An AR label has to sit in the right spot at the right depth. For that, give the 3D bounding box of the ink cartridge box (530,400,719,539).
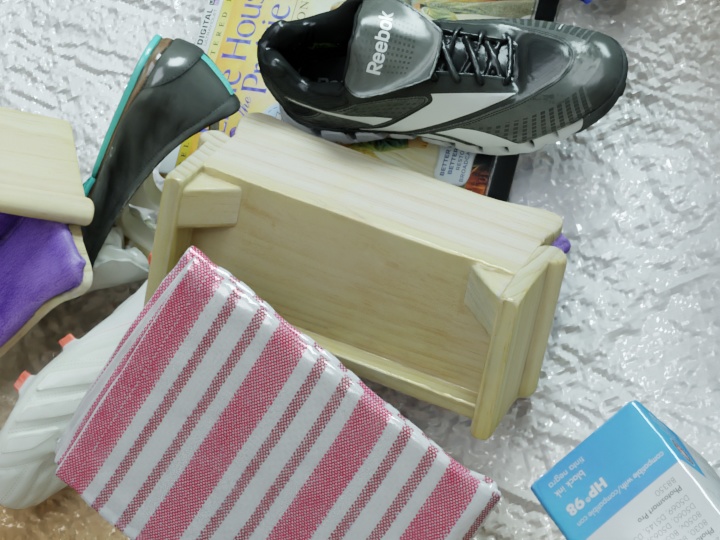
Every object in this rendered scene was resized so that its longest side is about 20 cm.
[{"bbox_3d":[0.172,0.165,1.237,0.067,0.116,0.200,-40,59,7],"label":"ink cartridge box"}]

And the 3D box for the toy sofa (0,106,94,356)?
[{"bbox_3d":[-0.230,0.002,1.464,0.200,0.082,0.098,-39,53,40],"label":"toy sofa"}]

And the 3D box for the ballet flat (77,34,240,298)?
[{"bbox_3d":[-0.126,-0.036,1.466,0.068,0.068,0.200,32,125,-4],"label":"ballet flat"}]

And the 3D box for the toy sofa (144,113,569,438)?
[{"bbox_3d":[0.000,0.000,1.374,0.199,0.098,0.083,19,120,14],"label":"toy sofa"}]

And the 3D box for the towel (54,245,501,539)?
[{"bbox_3d":[-0.043,0.101,1.351,0.200,0.030,0.147,38,115,5],"label":"towel"}]

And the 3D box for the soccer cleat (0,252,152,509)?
[{"bbox_3d":[-0.118,0.058,1.447,0.200,0.069,0.078,-46,62,0],"label":"soccer cleat"}]

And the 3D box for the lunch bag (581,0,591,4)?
[{"bbox_3d":[0.112,-0.239,1.435,0.200,0.094,0.151,42,79,20],"label":"lunch bag"}]

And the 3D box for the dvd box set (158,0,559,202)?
[{"bbox_3d":[-0.001,-0.103,1.469,0.199,0.029,0.147,10,76,28],"label":"dvd box set"}]

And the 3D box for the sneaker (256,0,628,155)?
[{"bbox_3d":[0.034,-0.102,1.382,0.199,0.090,0.067,1,72,24],"label":"sneaker"}]
